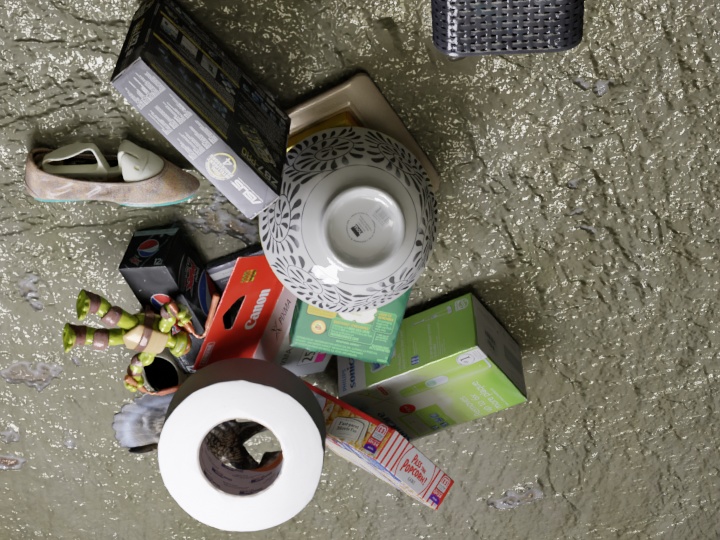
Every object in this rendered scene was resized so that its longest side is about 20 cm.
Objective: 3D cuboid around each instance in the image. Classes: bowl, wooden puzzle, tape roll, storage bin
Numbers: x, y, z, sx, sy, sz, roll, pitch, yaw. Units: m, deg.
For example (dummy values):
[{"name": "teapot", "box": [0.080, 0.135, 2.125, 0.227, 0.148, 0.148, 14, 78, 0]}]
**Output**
[{"name": "bowl", "box": [-0.004, -0.048, 1.448, 0.198, 0.094, 0.203, -1, 98, -10]}, {"name": "wooden puzzle", "box": [-0.036, -0.109, 1.543, 0.199, 0.037, 0.185, -26, 128, 18]}, {"name": "tape roll", "box": [-0.140, 0.209, 1.650, 0.198, 0.066, 0.202, 0, 111, 0]}, {"name": "storage bin", "box": [0.129, -0.292, 1.252, 0.134, 0.201, 0.094, -2, 134, 3]}]

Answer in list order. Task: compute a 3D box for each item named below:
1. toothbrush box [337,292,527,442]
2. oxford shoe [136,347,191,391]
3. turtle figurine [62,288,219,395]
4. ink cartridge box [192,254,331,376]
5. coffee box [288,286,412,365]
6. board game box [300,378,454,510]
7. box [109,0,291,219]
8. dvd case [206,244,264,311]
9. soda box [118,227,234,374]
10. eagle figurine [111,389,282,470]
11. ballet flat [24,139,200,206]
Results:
[{"name": "toothbrush box", "box": [0.090, 0.129, 1.748, 0.199, 0.087, 0.146, -21, 138, 22]}, {"name": "oxford shoe", "box": [-0.248, 0.142, 1.780, 0.070, 0.074, 0.201, -10, 137, 11]}, {"name": "turtle figurine", "box": [-0.259, 0.067, 1.625, 0.160, 0.065, 0.200, 16, 136, -25]}, {"name": "ink cartridge box", "box": [-0.091, 0.055, 1.639, 0.172, 0.044, 0.201, -10, 141, -36]}, {"name": "coffee box", "box": [0.000, 0.000, 1.548, 0.122, 0.044, 0.202, 11, 110, -10]}, {"name": "board game box", "box": [0.003, 0.216, 1.738, 0.199, 0.047, 0.152, 22, 163, 45]}, {"name": "box", "box": [-0.154, -0.169, 1.389, 0.049, 0.162, 0.200, -35, 118, 21]}, {"name": "dvd case", "box": [-0.079, 0.038, 1.717, 0.147, 0.016, 0.201, -18, 131, 19]}, {"name": "soda box", "box": [-0.215, 0.040, 1.680, 0.070, 0.064, 0.201, -3, 137, 22]}, {"name": "eagle figurine", "box": [-0.207, 0.220, 1.767, 0.199, 0.151, 0.153, 31, 118, 12]}, {"name": "ballet flat", "box": [-0.280, -0.110, 1.540, 0.198, 0.068, 0.068, -1, 128, 0]}]
